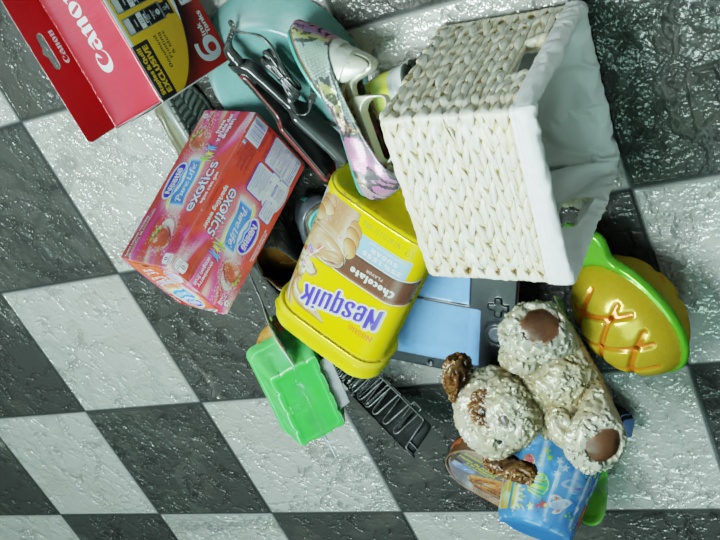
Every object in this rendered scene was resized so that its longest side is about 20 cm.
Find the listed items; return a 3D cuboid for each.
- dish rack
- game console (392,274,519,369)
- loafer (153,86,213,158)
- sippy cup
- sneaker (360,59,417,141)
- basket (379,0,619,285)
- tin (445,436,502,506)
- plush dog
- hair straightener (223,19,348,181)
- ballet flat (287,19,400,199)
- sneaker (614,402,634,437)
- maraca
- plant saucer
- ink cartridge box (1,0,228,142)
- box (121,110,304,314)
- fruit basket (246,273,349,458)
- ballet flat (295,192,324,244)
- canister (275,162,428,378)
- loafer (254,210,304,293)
[{"bbox_3d":[0.000,0.134,1.345,0.200,0.055,0.153,48,173,-34],"label":"dish rack"},{"bbox_3d":[0.085,0.033,1.227,0.196,0.031,0.180,10,124,18],"label":"game console"},{"bbox_3d":[-0.194,-0.133,1.257,0.069,0.076,0.202,-13,122,28],"label":"loafer"},{"bbox_3d":[0.233,0.263,1.326,0.175,0.132,0.140,20,160,5],"label":"sippy cup"},{"bbox_3d":[0.062,-0.130,1.148,0.089,0.078,0.202,-5,121,38],"label":"sneaker"},{"bbox_3d":[0.142,-0.119,1.027,0.158,0.199,0.202,0,129,30],"label":"basket"},{"bbox_3d":[0.210,0.286,1.442,0.198,0.042,0.112,30,149,-1],"label":"tin"},{"bbox_3d":[0.180,0.137,1.177,0.170,0.161,0.202,-29,96,13],"label":"plush dog"},{"bbox_3d":[-0.070,-0.189,1.132,0.076,0.041,0.201,-26,110,39],"label":"hair straightener"},{"bbox_3d":[-0.003,-0.172,1.079,0.070,0.069,0.203,-23,92,36],"label":"ballet flat"},{"bbox_3d":[0.259,0.140,1.284,0.197,0.079,0.070,23,175,-24],"label":"sneaker"},{"bbox_3d":[0.278,0.032,1.156,0.201,0.107,0.137,48,156,0],"label":"maraca"},{"bbox_3d":[-0.089,-0.208,1.171,0.196,0.036,0.202,13,132,14],"label":"plant saucer"},{"bbox_3d":[-0.251,-0.259,1.081,0.083,0.176,0.202,-19,109,38],"label":"ink cartridge box"},{"bbox_3d":[-0.160,-0.067,1.173,0.094,0.202,0.100,9,156,43],"label":"box"},{"bbox_3d":[-0.081,0.110,1.314,0.092,0.201,0.187,-22,118,0],"label":"fruit basket"},{"bbox_3d":[-0.030,-0.013,1.295,0.072,0.074,0.202,-3,130,27],"label":"ballet flat"},{"bbox_3d":[0.000,0.000,1.175,0.147,0.086,0.202,34,129,12],"label":"canister"},{"bbox_3d":[-0.096,-0.002,1.296,0.072,0.073,0.201,-20,141,13],"label":"loafer"}]
